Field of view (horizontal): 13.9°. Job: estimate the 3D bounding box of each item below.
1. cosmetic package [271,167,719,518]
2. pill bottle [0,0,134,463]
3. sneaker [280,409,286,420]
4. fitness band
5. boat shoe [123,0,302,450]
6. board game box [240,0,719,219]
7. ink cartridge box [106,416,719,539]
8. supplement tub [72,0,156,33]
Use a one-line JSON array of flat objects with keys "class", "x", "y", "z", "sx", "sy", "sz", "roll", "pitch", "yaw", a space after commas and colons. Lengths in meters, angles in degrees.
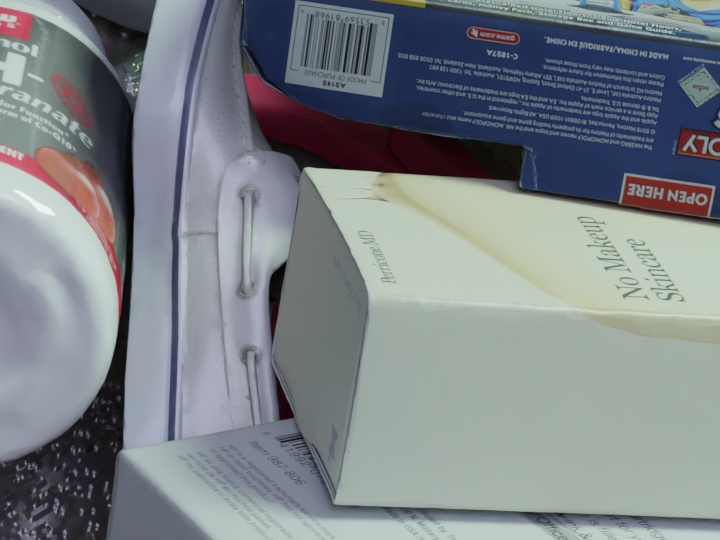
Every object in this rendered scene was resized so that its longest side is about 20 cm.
[{"class": "cosmetic package", "x": 0.081, "y": 0.024, "z": 0.933, "sx": 0.199, "sy": 0.104, "sz": 0.073, "roll": 4, "pitch": 113, "yaw": -17}, {"class": "pill bottle", "x": -0.133, "y": -0.027, "z": 1.020, "sx": 0.110, "sy": 0.111, "sz": 0.200, "roll": 13, "pitch": 27, "yaw": -8}, {"class": "sneaker", "x": -0.051, "y": 0.105, "z": 1.059, "sx": 0.079, "sy": 0.075, "sz": 0.201, "roll": -13, "pitch": 75, "yaw": -14}, {"class": "fitness band", "x": 0.000, "y": 0.000, "z": 1.084, "sx": 0.143, "sy": 0.038, "sz": 0.200, "roll": -18, "pitch": 57, "yaw": -41}, {"class": "boat shoe", "x": -0.041, "y": -0.006, "z": 0.997, "sx": 0.069, "sy": 0.071, "sz": 0.201, "roll": 1, "pitch": 74, "yaw": 3}, {"class": "board game box", "x": 0.064, "y": -0.092, "z": 1.020, "sx": 0.199, "sy": 0.200, "sz": 0.062, "roll": 9, "pitch": 114, "yaw": 1}, {"class": "ink cartridge box", "x": 0.039, "y": 0.107, "z": 0.925, "sx": 0.199, "sy": 0.085, "sz": 0.145, "roll": -9, "pitch": 32, "yaw": -35}, {"class": "supplement tub", "x": -0.055, "y": -0.204, "z": 1.120, "sx": 0.144, "sy": 0.145, "sz": 0.200, "roll": 32, "pitch": 69, "yaw": -1}]
